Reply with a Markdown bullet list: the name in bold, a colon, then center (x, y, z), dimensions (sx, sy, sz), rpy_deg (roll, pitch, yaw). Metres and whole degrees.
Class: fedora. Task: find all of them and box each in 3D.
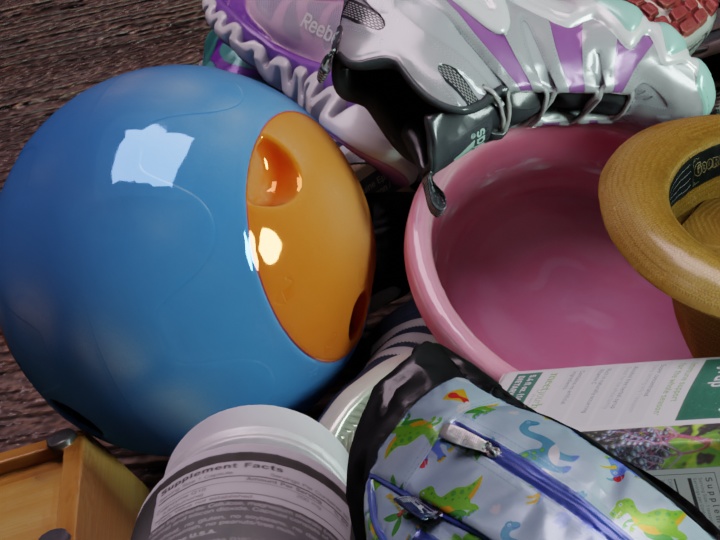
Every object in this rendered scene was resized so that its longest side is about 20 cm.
- **fedora**: center (0.203, -0.002, 1.318), dimensions (0.200, 0.082, 0.201), rpy_deg (6, 32, -4)

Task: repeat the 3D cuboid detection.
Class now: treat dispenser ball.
- **treat dispenser ball**: center (-0.091, -0.005, 1.401), dimensions (0.200, 0.202, 0.201), rpy_deg (-15, 24, 7)

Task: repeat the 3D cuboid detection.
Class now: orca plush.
- **orca plush**: center (0.000, 0.000, 1.508), dimensions (0.199, 0.106, 0.071), rpy_deg (1, -3, 5)

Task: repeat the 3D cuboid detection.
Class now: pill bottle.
- **pill bottle**: center (-0.052, 0.149, 1.218), dimensions (0.113, 0.114, 0.200), rpy_deg (-14, 23, 8)

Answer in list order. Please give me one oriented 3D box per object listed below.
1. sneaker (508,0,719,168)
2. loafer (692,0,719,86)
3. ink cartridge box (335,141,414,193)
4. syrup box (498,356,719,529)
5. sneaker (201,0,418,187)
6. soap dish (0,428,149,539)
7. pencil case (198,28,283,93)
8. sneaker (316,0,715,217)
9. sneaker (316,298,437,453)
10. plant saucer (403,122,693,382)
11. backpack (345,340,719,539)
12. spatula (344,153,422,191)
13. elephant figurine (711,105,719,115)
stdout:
- **sneaker**: center (0.118, -0.099, 1.512), dimensions (0.200, 0.082, 0.078), rpy_deg (-37, 57, -17)
- **loafer**: center (0.270, -0.134, 1.693), dimensions (0.063, 0.072, 0.200), rpy_deg (-50, 28, -20)
- **ink cartridge box**: center (-0.033, -0.059, 1.709), dimensions (0.200, 0.075, 0.165), rpy_deg (7, 35, 45)
- **syrup box**: center (0.154, 0.091, 1.243), dimensions (0.199, 0.082, 0.079), rpy_deg (-6, 27, 27)
- **sneaker**: center (-0.010, -0.126, 1.491), dimensions (0.089, 0.080, 0.200), rpy_deg (-54, 44, 5)
- **soap dish**: center (-0.204, 0.159, 1.341), dimensions (0.199, 0.081, 0.157), rpy_deg (-17, 24, 4)
- **pencil case**: center (-0.102, -0.051, 1.582), dimensions (0.092, 0.085, 0.200), rpy_deg (20, 64, 36)
- **sneaker**: center (0.072, -0.081, 1.376), dimensions (0.199, 0.078, 0.140), rpy_deg (21, 60, 1)
- **sneaker**: center (0.019, 0.066, 1.414), dimensions (0.084, 0.075, 0.200), rpy_deg (-5, 20, 39)
- **plant saucer**: center (0.117, 0.008, 1.388), dimensions (0.200, 0.051, 0.201), rpy_deg (7, 51, -8)
- **backpack**: center (0.084, 0.138, 1.120), dimensions (0.199, 0.164, 0.154), rpy_deg (14, 47, 40)
- **spatula**: center (0.011, -0.058, 1.578), dimensions (0.021, 0.200, 0.057), rpy_deg (-58, 40, 9)
- **elephant figurine**: center (0.248, -0.087, 1.509), dimensions (0.141, 0.156, 0.200), rpy_deg (-29, 28, -4)
